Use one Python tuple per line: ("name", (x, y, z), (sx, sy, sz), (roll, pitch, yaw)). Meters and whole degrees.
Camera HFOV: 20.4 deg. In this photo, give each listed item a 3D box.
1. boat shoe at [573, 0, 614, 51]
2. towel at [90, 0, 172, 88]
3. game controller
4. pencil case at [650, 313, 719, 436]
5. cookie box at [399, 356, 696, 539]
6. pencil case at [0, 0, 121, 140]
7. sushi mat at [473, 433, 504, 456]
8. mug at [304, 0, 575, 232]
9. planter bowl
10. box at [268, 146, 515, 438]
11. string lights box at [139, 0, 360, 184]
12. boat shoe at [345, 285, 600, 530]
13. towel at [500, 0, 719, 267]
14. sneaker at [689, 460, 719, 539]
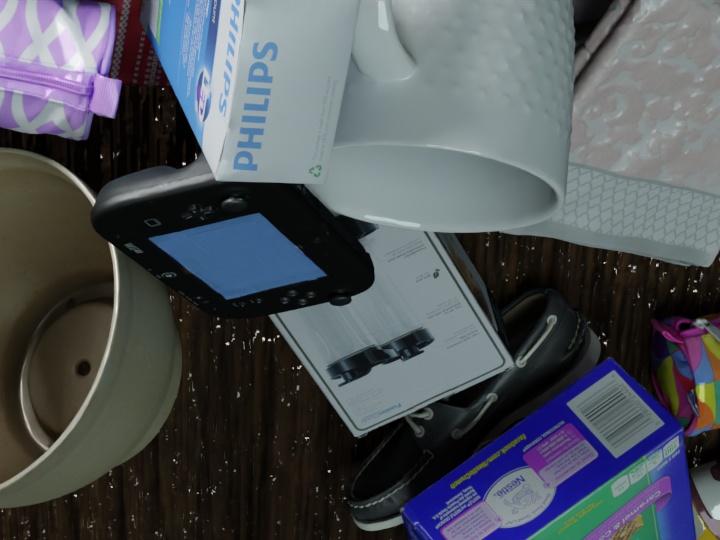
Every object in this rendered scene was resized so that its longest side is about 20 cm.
("boat shoe", (0.166, -0.171, 1.163), (0.202, 0.065, 0.074), (-17, 125, -5))
("towel", (-0.060, -0.168, 1.127), (0.200, 0.022, 0.145), (2, 119, -19))
("game controller", (-0.065, -0.014, 1.077), (0.104, 0.042, 0.200), (-21, 156, 11))
("pencil case", (0.291, 0.054, 1.333), (0.200, 0.088, 0.088), (-11, 124, -11))
("cookie box", (0.128, 0.174, 1.295), (0.171, 0.075, 0.200), (-34, 146, -11))
("pencil case", (-0.227, -0.122, 1.055), (0.200, 0.086, 0.084), (8, 102, -12))
("sushi mat", (0.121, 0.150, 1.340), (0.096, 0.012, 0.200), (-30, 144, -15))
("mug", (0.034, -0.132, 1.042), (0.148, 0.175, 0.200), (0, 164, 21))
("planter bowl", (-0.184, 0.045, 1.141), (0.200, 0.200, 0.135), (-41, 150, 12))
("box", (0.000, 0.000, 1.214), (0.117, 0.060, 0.200), (-26, 127, 11))
("string lights box", (-0.061, -0.133, 1.014), (0.059, 0.200, 0.103), (1, 119, -19))
("boat shoe", (0.063, 0.088, 1.294), (0.200, 0.074, 0.060), (-37, 124, 6))
("towel", (0.192, -0.085, 1.206), (0.200, 0.032, 0.191), (10, 128, -37))
("sneaker", (0.263, 0.219, 1.443), (0.090, 0.075, 0.200), (-15, 118, 3))
